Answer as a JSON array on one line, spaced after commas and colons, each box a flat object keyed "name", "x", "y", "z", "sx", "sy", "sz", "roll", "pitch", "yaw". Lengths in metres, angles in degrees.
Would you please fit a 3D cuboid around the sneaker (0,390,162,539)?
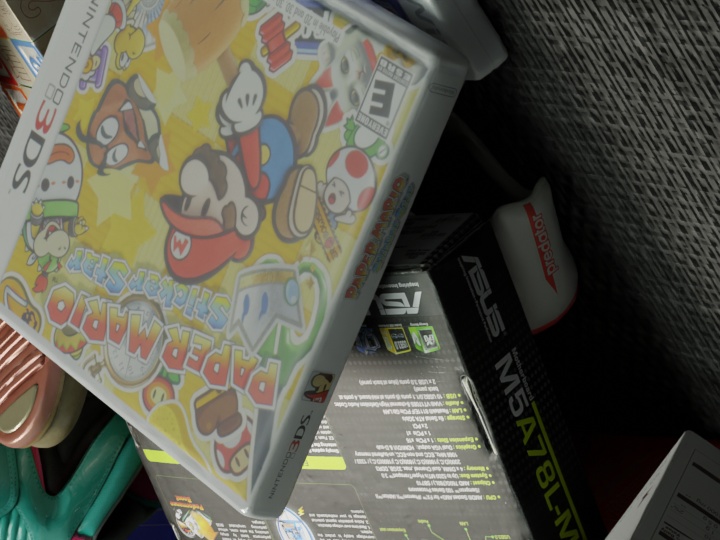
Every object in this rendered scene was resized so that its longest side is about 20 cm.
[{"name": "sneaker", "x": -0.114, "y": 0.048, "z": 1.298, "sx": 0.120, "sy": 0.201, "sz": 0.084, "roll": 20, "pitch": 148, "yaw": -1}]

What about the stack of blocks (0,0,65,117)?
[{"name": "stack of blocks", "x": -0.142, "y": -0.113, "z": 1.366, "sx": 0.201, "sy": 0.059, "sz": 0.115, "roll": 58, "pitch": 161, "yaw": -22}]

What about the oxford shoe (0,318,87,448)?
[{"name": "oxford shoe", "x": -0.107, "y": -0.004, "z": 1.248, "sx": 0.074, "sy": 0.201, "sz": 0.071, "roll": 30, "pitch": 138, "yaw": -25}]

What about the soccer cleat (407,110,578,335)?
[{"name": "soccer cleat", "x": 0.005, "y": -0.041, "z": 1.150, "sx": 0.200, "sy": 0.069, "sz": 0.085, "roll": 34, "pitch": 148, "yaw": 34}]

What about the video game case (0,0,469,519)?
[{"name": "video game case", "x": -0.062, "y": -0.034, "z": 1.113, "sx": 0.023, "sy": 0.183, "sz": 0.200, "roll": 9, "pitch": -162, "yaw": -46}]

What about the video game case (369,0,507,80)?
[{"name": "video game case", "x": -0.031, "y": -0.134, "z": 1.117, "sx": 0.144, "sy": 0.018, "sz": 0.200, "roll": 57, "pitch": 161, "yaw": -18}]

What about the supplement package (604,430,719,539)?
[{"name": "supplement package", "x": 0.113, "y": 0.191, "z": 1.044, "sx": 0.155, "sy": 0.111, "sz": 0.200, "roll": 35, "pitch": 117, "yaw": 3}]

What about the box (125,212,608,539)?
[{"name": "box", "x": -0.003, "y": 0.074, "z": 1.155, "sx": 0.199, "sy": 0.047, "sz": 0.194, "roll": -3, "pitch": 120, "yaw": 44}]

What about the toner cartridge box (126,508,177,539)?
[{"name": "toner cartridge box", "x": -0.110, "y": 0.095, "z": 1.393, "sx": 0.095, "sy": 0.199, "sz": 0.043, "roll": 42, "pitch": 124, "yaw": 53}]

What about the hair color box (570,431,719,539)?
[{"name": "hair color box", "x": 0.118, "y": 0.121, "z": 1.195, "sx": 0.102, "sy": 0.061, "sz": 0.200, "roll": 54, "pitch": 161, "yaw": -12}]
